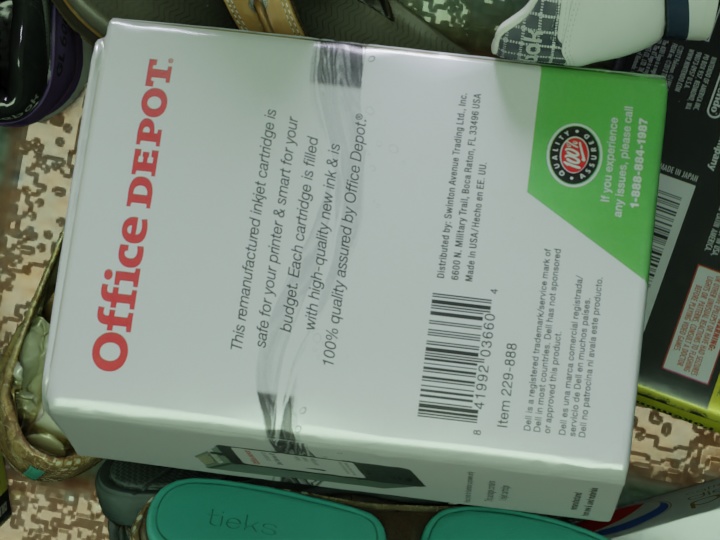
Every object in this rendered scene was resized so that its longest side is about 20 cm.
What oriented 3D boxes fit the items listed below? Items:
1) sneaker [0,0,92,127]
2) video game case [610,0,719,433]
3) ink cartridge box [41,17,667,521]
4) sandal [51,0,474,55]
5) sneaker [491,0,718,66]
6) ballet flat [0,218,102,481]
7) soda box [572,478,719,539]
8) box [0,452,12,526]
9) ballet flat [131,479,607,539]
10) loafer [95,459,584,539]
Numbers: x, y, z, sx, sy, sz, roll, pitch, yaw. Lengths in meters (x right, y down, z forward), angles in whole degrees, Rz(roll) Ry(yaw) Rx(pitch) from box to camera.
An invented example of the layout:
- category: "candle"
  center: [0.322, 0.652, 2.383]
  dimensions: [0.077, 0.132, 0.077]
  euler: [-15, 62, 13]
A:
- category: "sneaker"
  center: [-0.156, -0.151, 1.024]
  dimensions: [0.076, 0.088, 0.200]
  euler: [-23, 94, 4]
- category: "video game case"
  center: [0.173, -0.029, 1.018]
  dimensions: [0.181, 0.026, 0.200]
  euler: [20, 77, 5]
- category: "ink cartridge box"
  center: [0.000, 0.000, 0.956]
  dimensions: [0.200, 0.084, 0.146]
  euler: [7, 75, 3]
- category: "sandal"
  center: [-0.020, -0.092, 1.023]
  dimensions: [0.200, 0.055, 0.082]
  euler: [28, 57, -2]
- category: "sneaker"
  center: [0.070, -0.170, 0.929]
  dimensions: [0.080, 0.076, 0.200]
  euler: [-9, 84, 4]
- category: "ballet flat"
  center: [-0.085, -0.008, 1.041]
  dimensions: [0.070, 0.065, 0.200]
  euler: [19, 94, -9]
- category: "soda box"
  center: [0.137, 0.120, 1.048]
  dimensions: [0.200, 0.064, 0.068]
  euler: [-16, 94, 5]
- category: "box"
  center: [-0.190, 0.008, 1.059]
  dimensions: [0.075, 0.050, 0.200]
  euler: [-10, 95, 4]
- category: "ballet flat"
  center: [0.016, 0.121, 0.990]
  dimensions: [0.200, 0.071, 0.065]
  euler: [11, 136, 10]
- category: "loafer"
  center: [-0.001, 0.094, 1.057]
  dimensions: [0.200, 0.072, 0.063]
  euler: [-3, 114, 10]
